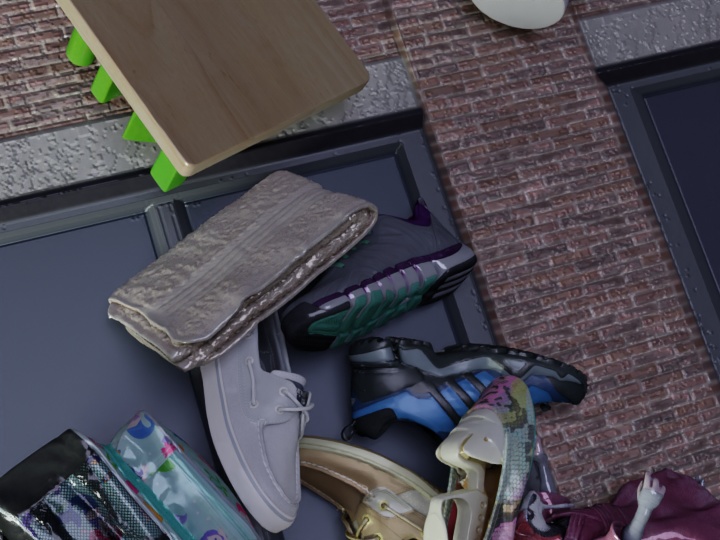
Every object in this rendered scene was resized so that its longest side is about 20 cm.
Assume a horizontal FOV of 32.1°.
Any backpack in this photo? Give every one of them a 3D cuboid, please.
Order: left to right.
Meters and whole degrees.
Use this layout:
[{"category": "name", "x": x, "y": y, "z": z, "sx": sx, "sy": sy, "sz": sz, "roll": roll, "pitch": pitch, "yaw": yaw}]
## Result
[{"category": "backpack", "x": -0.152, "y": 0.200, "z": 0.876, "sx": 0.150, "sy": 0.178, "sz": 0.200, "roll": -35, "pitch": 87, "yaw": -14}]

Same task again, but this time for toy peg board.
[{"category": "toy peg board", "x": -0.136, "y": -0.180, "z": 1.051, "sx": 0.199, "sy": 0.098, "sz": 0.200, "roll": -31, "pitch": 82, "yaw": -34}]

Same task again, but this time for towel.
[{"category": "towel", "x": -0.096, "y": -0.007, "z": 0.983, "sx": 0.200, "sy": 0.132, "sz": 0.035, "roll": -41, "pitch": 128, "yaw": -21}]

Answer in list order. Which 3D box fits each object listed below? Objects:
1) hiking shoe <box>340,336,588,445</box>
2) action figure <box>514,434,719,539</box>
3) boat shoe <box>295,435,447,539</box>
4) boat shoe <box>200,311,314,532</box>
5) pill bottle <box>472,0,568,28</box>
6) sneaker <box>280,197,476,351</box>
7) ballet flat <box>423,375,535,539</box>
[{"category": "hiking shoe", "x": 0.085, "y": 0.103, "z": 1.019, "sx": 0.200, "sy": 0.074, "sz": 0.087, "roll": 5, "pitch": 90, "yaw": -6}, {"category": "action figure", "x": 0.192, "y": 0.213, "z": 0.987, "sx": 0.200, "sy": 0.134, "sz": 0.149, "roll": 1, "pitch": 100, "yaw": -22}, {"category": "boat shoe", "x": 0.026, "y": 0.193, "z": 0.968, "sx": 0.200, "sy": 0.074, "sz": 0.066, "roll": 27, "pitch": 65, "yaw": -3}, {"category": "boat shoe", "x": -0.071, "y": 0.098, "z": 0.951, "sx": 0.068, "sy": 0.072, "sz": 0.200, "roll": -30, "pitch": 49, "yaw": 16}, {"category": "pill bottle", "x": 0.167, "y": -0.327, "z": 1.131, "sx": 0.120, "sy": 0.120, "sz": 0.200, "roll": 21, "pitch": 70, "yaw": -5}, {"category": "sneaker", "x": 0.000, "y": 0.000, "z": 1.014, "sx": 0.200, "sy": 0.074, "sz": 0.088, "roll": -19, "pitch": 65, "yaw": -41}, {"category": "ballet flat", "x": 0.083, "y": 0.166, "z": 0.924, "sx": 0.071, "sy": 0.069, "sz": 0.200, "roll": 24, "pitch": 68, "yaw": -34}]
